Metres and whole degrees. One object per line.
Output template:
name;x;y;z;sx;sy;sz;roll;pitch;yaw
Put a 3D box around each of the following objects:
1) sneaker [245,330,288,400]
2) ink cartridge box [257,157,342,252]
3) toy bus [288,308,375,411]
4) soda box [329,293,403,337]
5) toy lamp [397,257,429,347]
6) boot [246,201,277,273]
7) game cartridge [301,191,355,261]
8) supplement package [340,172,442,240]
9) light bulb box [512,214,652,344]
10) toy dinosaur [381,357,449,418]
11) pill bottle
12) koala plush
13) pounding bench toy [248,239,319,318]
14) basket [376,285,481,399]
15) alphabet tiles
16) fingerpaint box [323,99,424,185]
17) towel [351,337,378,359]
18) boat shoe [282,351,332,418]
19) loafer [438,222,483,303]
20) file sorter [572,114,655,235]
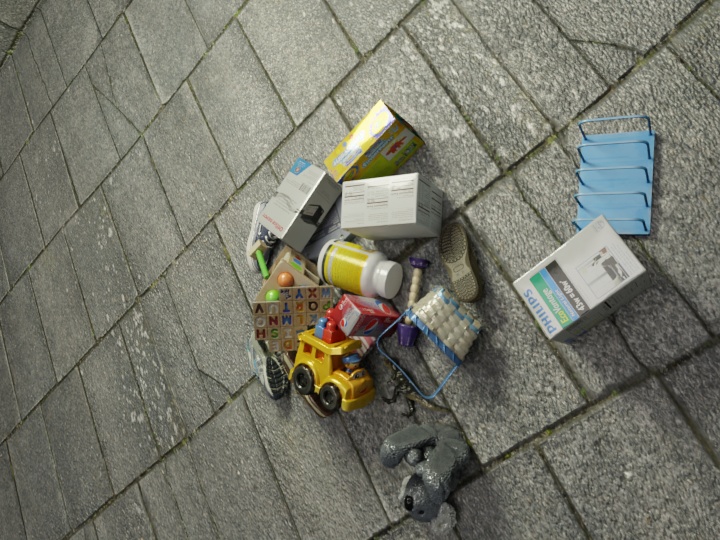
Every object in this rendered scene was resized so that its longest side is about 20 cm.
sneaker;-0.257;0.262;1.517;0.086;0.076;0.204;-43;57;32
ink cartridge box;-0.159;-0.171;1.455;0.144;0.083;0.203;34;88;46
toy bus;-0.054;0.199;1.291;0.196;0.134;0.198;21;107;35
soda box;0.018;0.106;1.283;0.070;0.198;0.064;45;106;28
toy lamp;0.122;0.075;1.307;0.057;0.058;0.207;8;89;31
boot;-0.259;-0.095;1.554;0.088;0.072;0.207;-2;82;36
game cartridge;-0.098;-0.107;1.480;0.196;0.041;0.137;-26;67;27
supplement package;0.075;-0.142;1.307;0.195;0.154;0.115;-1;82;31
light bulb box;0.419;0.027;1.049;0.199;0.197;0.127;-40;64;19
toy dinosaur;0.106;0.287;1.298;0.199;0.047;0.089;41;98;26
pill bottle;0.000;0.000;1.359;0.196;0.111;0.116;17;92;32
koala plush;0.147;0.454;1.203;0.175;0.181;0.207;21;115;40
pounding bench toy;-0.206;0.019;1.405;0.198;0.157;0.125;36;104;-12
basket;0.155;0.151;1.215;0.200;0.139;0.177;-44;90;-3
alphabet tiles;-0.162;0.119;1.355;0.193;0.008;0.173;-2;113;-6
fingerpaint box;0.034;-0.286;1.346;0.200;0.165;0.074;-44;64;19
towel;-0.046;0.186;1.402;0.147;0.030;0.202;50;115;29
boat shoe;-0.137;0.295;1.439;0.205;0.073;0.075;57;134;23
loafer;0.226;-0.013;1.253;0.074;0.067;0.206;-21;58;24
file sorter;0.487;-0.181;1.080;0.135;0.122;0.207;3;84;30
